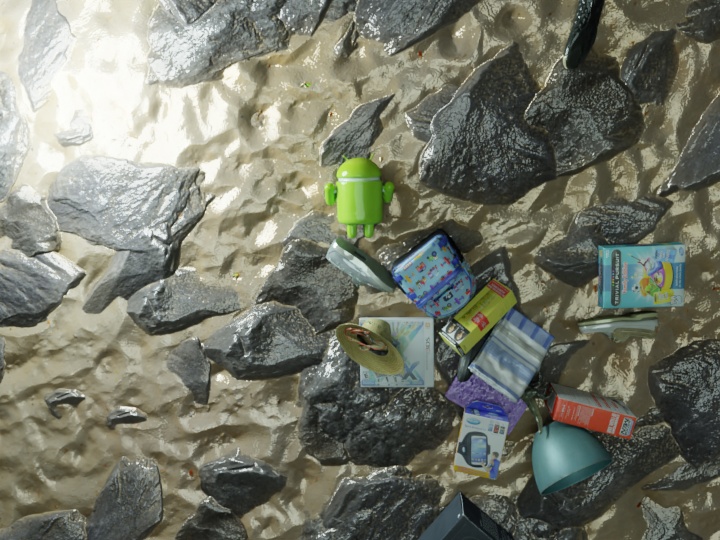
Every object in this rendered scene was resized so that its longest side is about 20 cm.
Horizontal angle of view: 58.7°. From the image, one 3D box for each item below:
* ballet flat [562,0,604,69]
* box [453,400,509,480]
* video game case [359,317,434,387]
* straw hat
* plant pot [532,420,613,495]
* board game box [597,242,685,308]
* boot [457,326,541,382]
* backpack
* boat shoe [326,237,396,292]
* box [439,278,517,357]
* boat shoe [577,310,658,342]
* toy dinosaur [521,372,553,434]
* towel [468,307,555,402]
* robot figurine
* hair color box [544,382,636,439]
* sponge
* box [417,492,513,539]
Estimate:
[{"bbox_3d":[0.527,-0.579,1.516,0.065,0.057,0.204,10,106,-25],"label":"ballet flat"},{"bbox_3d":[0.315,0.441,1.669,0.116,0.042,0.204,10,112,9],"label":"box"},{"bbox_3d":[0.096,0.216,1.682,0.195,0.022,0.187,-1,99,5],"label":"video game case"},{"bbox_3d":[0.039,0.169,1.622,0.199,0.202,0.086,31,56,0],"label":"straw hat"},{"bbox_3d":[0.514,0.458,1.617,0.197,0.200,0.137,-28,59,8],"label":"plant pot"},{"bbox_3d":[0.696,0.013,1.587,0.195,0.047,0.155,-3,99,5],"label":"board game box"},{"bbox_3d":[0.358,0.228,1.627,0.196,0.066,0.168,17,84,-1],"label":"boot"},{"bbox_3d":[0.192,0.027,1.589,0.181,0.135,0.202,-35,98,10],"label":"backpack"},{"bbox_3d":[-0.001,0.000,1.640,0.199,0.070,0.072,37,120,-3],"label":"boat shoe"},{"bbox_3d":[0.293,0.116,1.592,0.199,0.075,0.050,-42,132,-6],"label":"box"},{"bbox_3d":[0.646,0.146,1.598,0.195,0.075,0.070,-6,93,5],"label":"boat shoe"},{"bbox_3d":[0.439,0.308,1.633,0.087,0.048,0.202,-28,61,0],"label":"toy dinosaur"},{"bbox_3d":[0.377,0.206,1.587,0.146,0.024,0.201,35,77,6],"label":"towel"},{"bbox_3d":[-0.002,-0.184,1.579,0.171,0.116,0.205,-2,99,-1],"label":"robot figurine"},{"bbox_3d":[0.578,0.354,1.618,0.195,0.111,0.065,13,101,3],"label":"hair color box"},{"bbox_3d":[0.333,0.332,1.676,0.198,0.030,0.113,31,100,0],"label":"sponge"},{"bbox_3d":[0.279,0.747,1.698,0.196,0.124,0.201,39,100,-4],"label":"box"}]
